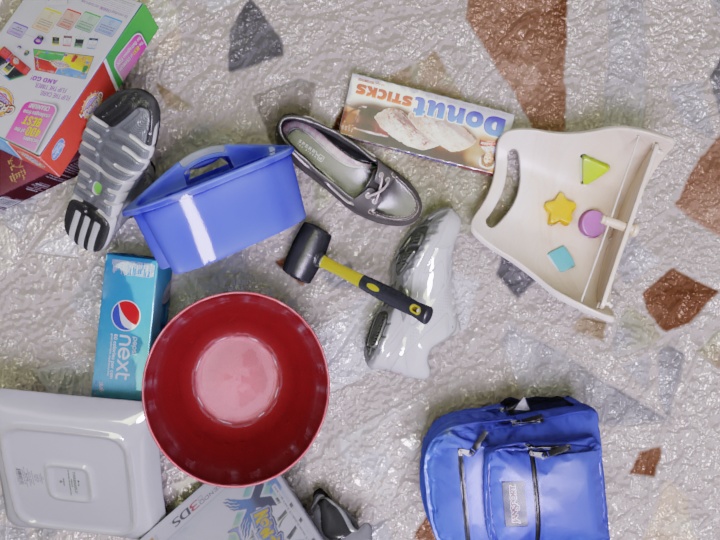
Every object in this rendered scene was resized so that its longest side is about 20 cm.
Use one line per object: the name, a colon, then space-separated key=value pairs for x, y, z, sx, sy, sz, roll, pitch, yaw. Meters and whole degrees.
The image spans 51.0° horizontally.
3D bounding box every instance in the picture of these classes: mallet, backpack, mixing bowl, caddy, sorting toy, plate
mallet: x=0.000 y=0.000 z=0.838 sx=0.196 sy=0.041 sz=0.067 roll=18 pitch=87 yaw=31
backpack: x=0.160 y=0.222 z=0.816 sx=0.194 sy=0.168 sz=0.167 roll=-5 pitch=84 yaw=5
mixing bowl: x=-0.137 y=0.127 z=0.839 sx=0.194 sy=0.108 sz=0.206 roll=1 pitch=87 yaw=-10
caddy: x=-0.155 y=-0.079 z=0.812 sx=0.197 sy=0.140 sz=0.107 roll=-26 pitch=106 yaw=-24
sorting toy: x=0.222 y=-0.071 z=0.845 sx=0.176 sy=0.107 sz=0.205 roll=20 pitch=91 yaw=5
plate: x=-0.321 y=0.228 z=0.845 sx=0.194 sy=0.033 sz=0.204 roll=5 pitch=119 yaw=2

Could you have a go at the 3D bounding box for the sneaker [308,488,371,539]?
sneaker: x=-0.074 y=0.312 z=0.870 sx=0.195 sy=0.075 sz=0.118 roll=-1 pitch=62 yaw=17

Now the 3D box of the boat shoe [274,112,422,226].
boat shoe: x=-0.016 y=-0.113 z=0.867 sx=0.198 sy=0.057 sz=0.068 roll=33 pitch=91 yaw=1

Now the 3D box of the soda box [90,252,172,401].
soda box: x=-0.263 y=0.085 z=0.869 sx=0.062 sy=0.068 sz=0.206 roll=7 pitch=91 yaw=0

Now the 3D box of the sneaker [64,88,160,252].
sneaker: x=-0.257 y=-0.124 z=0.837 sx=0.074 sy=0.116 sz=0.201 roll=35 pitch=119 yaw=-2

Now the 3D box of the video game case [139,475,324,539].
video game case: x=-0.135 y=0.313 z=0.819 sx=0.181 sy=0.022 sz=0.200 roll=-40 pitch=50 yaw=-7

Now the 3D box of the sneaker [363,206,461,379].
sneaker: x=0.079 y=0.030 z=0.868 sx=0.098 sy=0.078 sz=0.204 roll=24 pitch=89 yaw=-19

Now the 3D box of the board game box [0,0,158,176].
board game box: x=-0.333 y=-0.218 z=0.815 sx=0.150 sy=0.040 sz=0.203 roll=23 pitch=74 yaw=20

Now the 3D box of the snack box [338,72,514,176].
snack box: x=0.076 y=-0.169 z=0.881 sx=0.195 sy=0.024 sz=0.074 roll=14 pitch=91 yaw=1

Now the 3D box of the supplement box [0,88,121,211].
supplement box: x=-0.366 y=-0.158 z=0.872 sx=0.196 sy=0.061 sz=0.111 roll=-25 pitch=89 yaw=0
